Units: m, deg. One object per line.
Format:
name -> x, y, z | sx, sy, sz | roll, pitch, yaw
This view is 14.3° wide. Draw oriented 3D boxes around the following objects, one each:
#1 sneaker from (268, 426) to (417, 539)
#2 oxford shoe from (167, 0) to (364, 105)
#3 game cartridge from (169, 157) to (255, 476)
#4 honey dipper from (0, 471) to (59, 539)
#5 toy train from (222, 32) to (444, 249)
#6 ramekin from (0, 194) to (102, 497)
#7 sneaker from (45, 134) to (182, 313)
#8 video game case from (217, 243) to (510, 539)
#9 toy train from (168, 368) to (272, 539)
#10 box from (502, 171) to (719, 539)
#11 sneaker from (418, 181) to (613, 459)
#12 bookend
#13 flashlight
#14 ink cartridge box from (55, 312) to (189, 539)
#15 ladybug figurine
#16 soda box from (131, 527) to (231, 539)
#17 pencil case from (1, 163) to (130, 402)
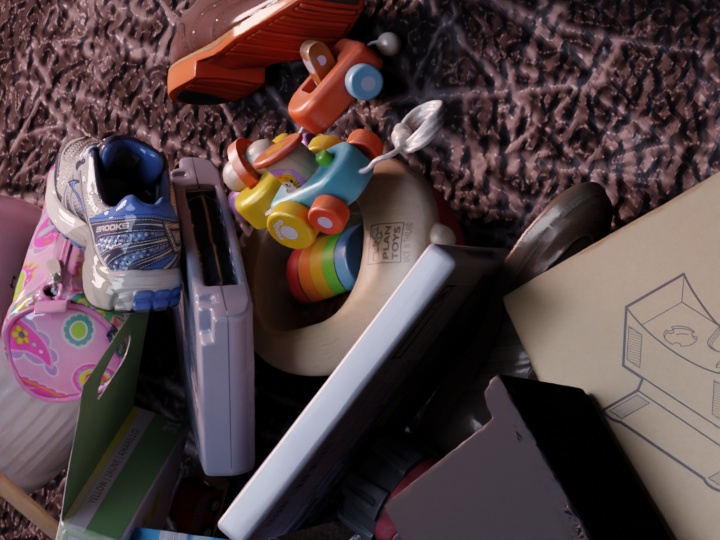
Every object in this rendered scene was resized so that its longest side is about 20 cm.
sneaker -> -0.015, 0.187, 1.778 | 0.073, 0.085, 0.200 | 30, 87, 45
oxford shoe -> -0.067, -0.167, 1.838 | 0.200, 0.071, 0.073 | -23, 66, 51
game cartridge -> -0.093, 0.033, 1.794 | 0.200, 0.041, 0.133 | -107, 19, -57
honey dipper -> -0.205, 0.168, 1.890 | 0.038, 0.200, 0.038 | -34, 29, 22
toy train -> -0.025, -0.089, 1.728 | 0.150, 0.056, 0.200 | -47, 20, 0
ramekin -> -0.245, 0.041, 1.937 | 0.105, 0.200, 0.200 | -39, 60, 27
sneaker -> -0.147, -0.050, 1.800 | 0.200, 0.077, 0.085 | -126, 39, -58
video game case -> 0.010, 0.068, 1.644 | 0.023, 0.182, 0.200 | 39, 99, 13
toy train -> -0.104, 0.155, 1.882 | 0.034, 0.046, 0.200 | 31, 109, 43
box -> 0.185, 0.062, 1.557 | 0.163, 0.021, 0.200 | -31, 67, 18
sneaker -> 0.109, 0.043, 1.665 | 0.076, 0.070, 0.200 | 39, 121, 21
bookend -> 0.072, 0.196, 1.531 | 0.200, 0.092, 0.199 | -41, 63, 23
flashlight -> 0.080, 0.170, 1.646 | 0.200, 0.068, 0.068 | 36, 76, 23
ink cartridge box -> -0.147, 0.125, 1.784 | 0.048, 0.146, 0.200 | 19, 121, 5
ladybug figurine -> 0.000, 0.000, 1.752 | 0.200, 0.072, 0.136 | -10, 70, 54
soda box -> -0.053, 0.201, 1.699 | 0.200, 0.064, 0.068 | 3, 68, 38
pencil case -> -0.180, -0.001, 1.880 | 0.087, 0.087, 0.200 | -52, 16, 31
